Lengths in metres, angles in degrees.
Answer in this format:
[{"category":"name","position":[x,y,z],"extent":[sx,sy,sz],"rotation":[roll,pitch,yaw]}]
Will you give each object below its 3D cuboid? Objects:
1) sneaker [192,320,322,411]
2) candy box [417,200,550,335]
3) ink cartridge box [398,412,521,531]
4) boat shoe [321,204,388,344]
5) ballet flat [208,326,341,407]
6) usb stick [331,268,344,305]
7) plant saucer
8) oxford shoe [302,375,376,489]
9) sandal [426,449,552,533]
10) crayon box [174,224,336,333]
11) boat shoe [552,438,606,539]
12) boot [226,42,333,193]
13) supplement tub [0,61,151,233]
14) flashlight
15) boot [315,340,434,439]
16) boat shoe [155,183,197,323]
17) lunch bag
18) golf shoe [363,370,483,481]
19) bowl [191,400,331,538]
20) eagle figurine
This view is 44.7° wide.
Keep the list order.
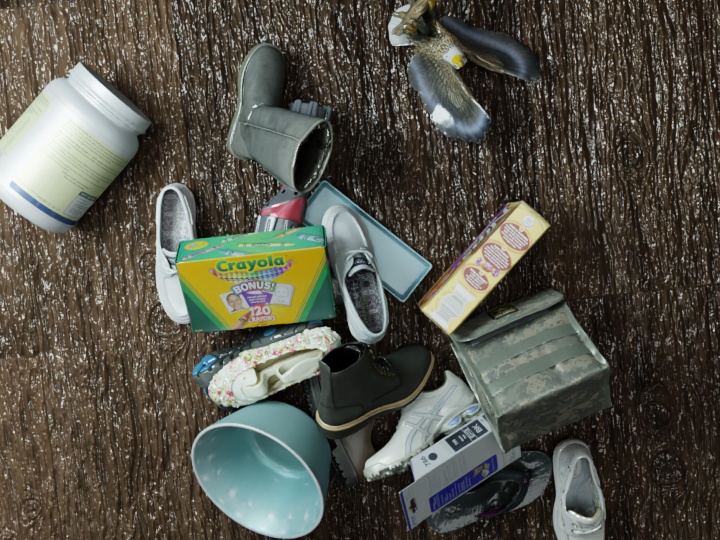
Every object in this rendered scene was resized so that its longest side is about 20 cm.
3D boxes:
[{"category":"sneaker","position":[-0.136,0.126,1.251],"extent":[0.200,0.073,0.082],"rotation":[-28,110,6]},{"category":"candy box","position":[0.167,-0.005,1.210],"extent":[0.056,0.117,0.200],"rotation":[41,93,-1]},{"category":"ink cartridge box","position":[0.132,0.269,1.210],"extent":[0.200,0.039,0.100],"rotation":[-29,134,-18]},{"category":"boat shoe","position":[-0.001,0.001,1.205],"extent":[0.070,0.072,0.201],"rotation":[-14,84,-16]},{"category":"ballet flat","position":[-0.117,0.136,1.184],"extent":[0.200,0.064,0.076],"rotation":[-28,115,5]},{"category":"usb stick","position":[-0.102,0.031,1.255],"extent":[0.200,0.033,0.056],"rotation":[-6,92,0]},{"category":"plant saucer","position":[0.005,-0.042,1.259],"extent":[0.200,0.019,0.070],"rotation":[38,92,-2]},{"category":"oxford shoe","position":[-0.026,0.202,1.253],"extent":[0.084,0.073,0.200],"rotation":[-24,95,-14]},{"category":"sandal","position":[0.190,0.326,1.260],"extent":[0.200,0.048,0.075],"rotation":[-27,94,0]},{"category":"crayon box","position":[-0.138,0.012,1.186],"extent":[0.200,0.058,0.119],"rotation":[-6,124,1]},{"category":"boat shoe","position":[0.313,0.344,1.246],"extent":[0.071,0.069,0.200],"rotation":[-12,100,-2]},{"category":"boot","position":[-0.103,-0.207,1.162],"extent":[0.072,0.200,0.182],"rotation":[6,101,-30]},{"category":"supplement tub","position":[-0.396,-0.167,1.190],"extent":[0.145,0.145,0.200],"rotation":[42,92,-2]},{"category":"flashlight","position":[-0.097,-0.137,1.226],"extent":[0.068,0.068,0.200],"rotation":[14,83,-34]},{"category":"boot","position":[0.026,0.128,1.175],"extent":[0.077,0.138,0.200],"rotation":[33,52,31]},{"category":"boat shoe","position":[-0.257,-0.023,1.235],"extent":[0.072,0.069,0.200],"rotation":[3,93,0]},{"category":"lunch bag","position":[0.221,0.115,1.187],"extent":[0.164,0.200,0.118],"rotation":[-22,136,-3]},{"category":"golf shoe","position":[0.076,0.219,1.239],"extent":[0.200,0.078,0.097],"rotation":[-30,74,-19]},{"category":"bowl","position":[-0.121,0.258,1.208],"extent":[0.201,0.105,0.201],"rotation":[13,125,19]},{"category":"eagle figurine","position":[0.131,-0.293,1.208],"extent":[0.152,0.151,0.200],"rotation":[-22,131,40]}]
